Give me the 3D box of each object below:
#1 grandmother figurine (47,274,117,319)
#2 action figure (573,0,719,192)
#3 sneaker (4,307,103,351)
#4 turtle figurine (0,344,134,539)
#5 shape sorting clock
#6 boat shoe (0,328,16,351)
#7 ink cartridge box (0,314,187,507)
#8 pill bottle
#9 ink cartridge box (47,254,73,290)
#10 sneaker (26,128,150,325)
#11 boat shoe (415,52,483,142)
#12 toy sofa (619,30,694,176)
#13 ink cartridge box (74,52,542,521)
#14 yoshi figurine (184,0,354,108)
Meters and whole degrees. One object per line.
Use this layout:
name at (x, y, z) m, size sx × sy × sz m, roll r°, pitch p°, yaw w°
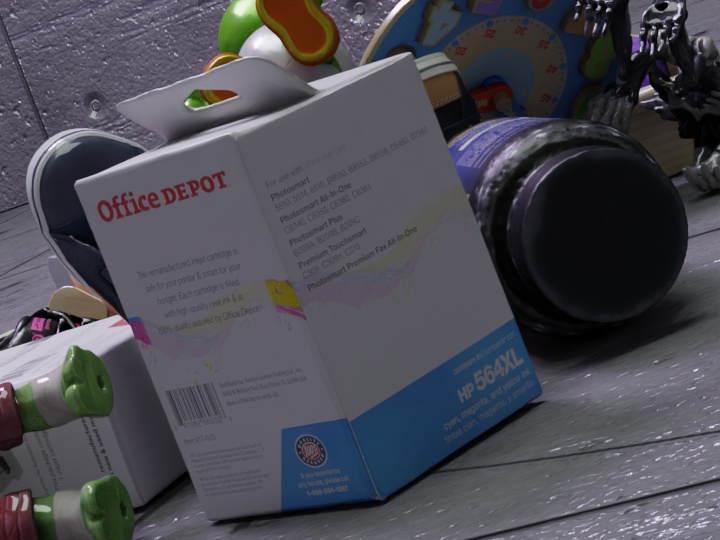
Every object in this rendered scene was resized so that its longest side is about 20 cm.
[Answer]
grandmother figurine at (-0.123, 0.016, 1.585) m, size 0.122 × 0.061 × 0.200 m, roll -52°, pitch -23°, yaw 8°
action figure at (0.201, -0.109, 1.568) m, size 0.118 × 0.200 × 0.102 m, roll 17°, pitch 70°, yaw 37°
sneaker at (-0.168, 0.061, 1.457) m, size 0.199 × 0.084 × 0.077 m, roll -24°, pitch 29°, yaw 8°
turtle figurine at (-0.221, 0.101, 1.174) m, size 0.193 × 0.201 × 0.145 m, roll -15°, pitch 43°, yaw 13°
shape sorting clock at (0.086, -0.118, 1.580) m, size 0.199 × 0.201 × 0.039 m, roll -22°, pitch 45°, yaw -8°
boat shoe at (-0.200, 0.057, 1.698) m, size 0.200 × 0.072 × 0.066 m, roll -23°, pitch 12°, yaw 32°
ink cartridge box at (-0.181, 0.089, 1.344) m, size 0.199 × 0.083 × 0.147 m, roll -17°, pitch 9°, yaw 27°
pill bottle at (0.100, -0.024, 1.270) m, size 0.111 × 0.113 × 0.200 m, roll -22°, pitch 7°, yaw -8°
ink cartridge box at (-0.119, -0.013, 1.877) m, size 0.199 × 0.085 × 0.146 m, roll -26°, pitch 9°, yaw -28°
sneaker at (-0.086, 0.008, 1.243) m, size 0.078 × 0.200 × 0.079 m, roll -46°, pitch 21°, yaw -13°
boat shoe at (0.042, -0.078, 1.455) m, size 0.074 × 0.063 × 0.200 m, roll -24°, pitch -7°, yaw -1°
toy sofa at (0.179, -0.116, 1.751) m, size 0.082 × 0.098 × 0.200 m, roll -21°, pitch 9°, yaw -3°
ink cartridge box at (-0.028, -0.004, 1.138) m, size 0.125 × 0.201 × 0.128 m, roll -28°, pitch 11°, yaw -41°
yoshi figurine at (-0.056, -0.132, 1.476) m, size 0.111 × 0.113 × 0.200 m, roll -5°, pitch -1°, yaw 5°
